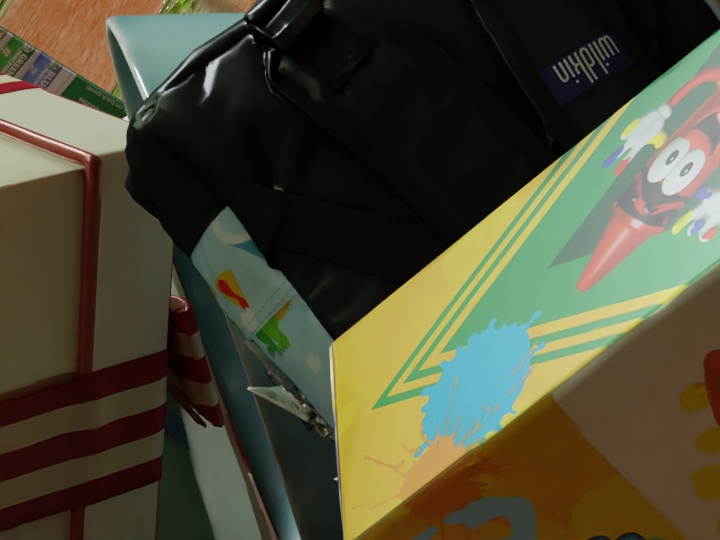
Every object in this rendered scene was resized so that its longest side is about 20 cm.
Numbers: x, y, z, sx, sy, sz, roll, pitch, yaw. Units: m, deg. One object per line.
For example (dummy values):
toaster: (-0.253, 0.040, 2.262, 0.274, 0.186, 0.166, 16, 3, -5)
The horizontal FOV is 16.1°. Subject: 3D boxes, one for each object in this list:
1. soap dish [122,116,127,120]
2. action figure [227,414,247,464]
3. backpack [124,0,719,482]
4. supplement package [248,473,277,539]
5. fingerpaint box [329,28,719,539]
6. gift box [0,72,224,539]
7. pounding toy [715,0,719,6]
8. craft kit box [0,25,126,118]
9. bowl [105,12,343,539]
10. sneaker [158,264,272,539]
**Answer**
soap dish: (-0.062, -0.030, 1.066, 0.157, 0.081, 0.200, -33, 12, -27)
action figure: (-0.129, 0.075, 1.128, 0.200, 0.099, 0.065, -6, 56, 64)
backpack: (0.058, 0.012, 0.657, 0.163, 0.200, 0.154, -38, -18, -20)
supplement package: (-0.131, 0.120, 0.935, 0.120, 0.200, 0.122, -39, 30, 51)
fingerpaint box: (0.121, 0.042, 0.524, 0.167, 0.200, 0.073, -40, 28, 22)
gift box: (-0.164, 0.040, 0.731, 0.184, 0.186, 0.201, 27, 121, 36)
pounding toy: (0.118, -0.114, 0.802, 0.184, 0.142, 0.200, -59, 24, 1)
craft kit box: (-0.237, -0.043, 1.341, 0.198, 0.200, 0.049, -59, 25, 2)
bowl: (0.000, 0.000, 0.809, 0.105, 0.201, 0.201, -19, 25, -7)
sneaker: (-0.102, 0.044, 0.871, 0.201, 0.090, 0.067, 67, 153, 20)
